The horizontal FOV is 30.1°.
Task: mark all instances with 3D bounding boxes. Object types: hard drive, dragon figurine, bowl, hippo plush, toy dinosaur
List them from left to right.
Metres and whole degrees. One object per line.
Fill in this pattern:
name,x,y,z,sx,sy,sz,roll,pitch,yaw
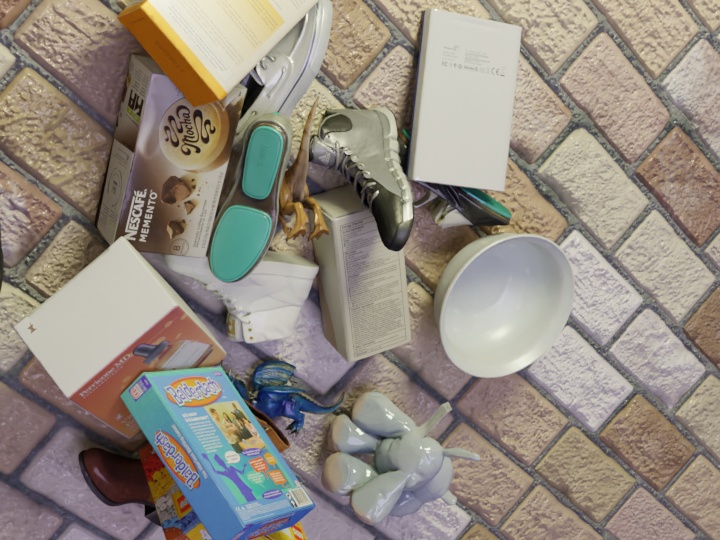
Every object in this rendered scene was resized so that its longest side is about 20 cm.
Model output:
dragon figurine,-0.103,0.153,1.663,0.199,0.059,0.100,-5,124,-17
toy dinosaur,-0.075,-0.090,1.500,0.060,0.106,0.200,-17,160,-26
hippo plush,0.054,0.244,1.772,0.200,0.160,0.161,-33,156,7
hard drive,0.124,-0.201,1.601,0.132,0.025,0.201,5,92,-30
bowl,0.170,0.030,1.735,0.201,0.090,0.202,-12,119,-23

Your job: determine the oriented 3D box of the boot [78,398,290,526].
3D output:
boot,-0.211,0.220,1.599,0.200,0.069,0.188,-35,128,16

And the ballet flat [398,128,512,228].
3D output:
ballet flat,0.097,-0.099,1.656,0.200,0.068,0.068,35,104,-25

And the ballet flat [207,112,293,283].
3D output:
ballet flat,-0.117,-0.081,1.490,0.067,0.064,0.200,19,110,0

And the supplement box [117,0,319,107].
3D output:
supplement box,-0.134,-0.283,1.385,0.200,0.073,0.126,-48,112,-21

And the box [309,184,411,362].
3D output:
box,0.000,0.000,1.638,0.095,0.078,0.200,-16,120,-21

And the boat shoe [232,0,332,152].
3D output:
boat shoe,-0.097,-0.217,1.484,0.067,0.074,0.200,15,106,-33

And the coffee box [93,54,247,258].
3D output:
coffee box,-0.210,-0.122,1.466,0.113,0.080,0.200,7,109,-30

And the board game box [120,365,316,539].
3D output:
board game box,-0.153,0.197,1.453,0.045,0.200,0.152,-43,160,20

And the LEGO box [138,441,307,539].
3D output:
LEGO box,-0.151,0.278,1.548,0.077,0.149,0.200,-37,134,9

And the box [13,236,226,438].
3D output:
box,-0.257,0.079,1.469,0.152,0.106,0.200,-40,159,-4

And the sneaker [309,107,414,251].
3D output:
sneaker,-0.010,-0.107,1.530,0.115,0.200,0.075,6,140,-20

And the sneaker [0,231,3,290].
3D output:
sneaker,-0.413,-0.040,1.401,0.075,0.079,0.200,-15,121,-21

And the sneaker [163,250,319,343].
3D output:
sneaker,-0.150,0.032,1.577,0.200,0.074,0.116,10,105,-32
